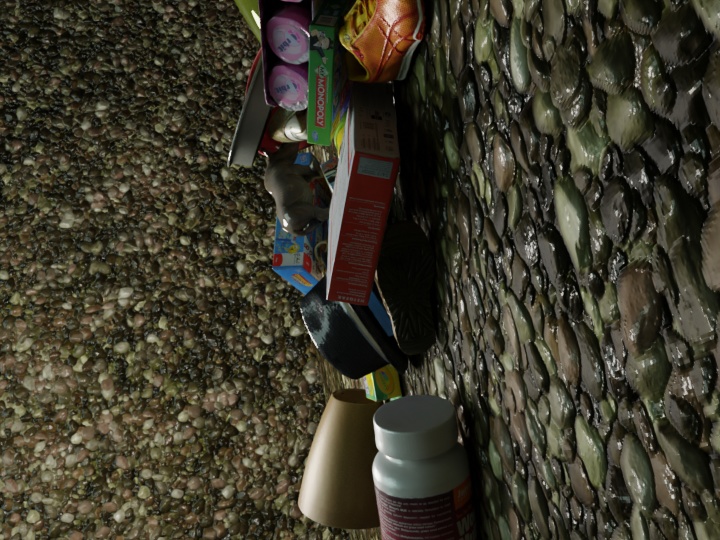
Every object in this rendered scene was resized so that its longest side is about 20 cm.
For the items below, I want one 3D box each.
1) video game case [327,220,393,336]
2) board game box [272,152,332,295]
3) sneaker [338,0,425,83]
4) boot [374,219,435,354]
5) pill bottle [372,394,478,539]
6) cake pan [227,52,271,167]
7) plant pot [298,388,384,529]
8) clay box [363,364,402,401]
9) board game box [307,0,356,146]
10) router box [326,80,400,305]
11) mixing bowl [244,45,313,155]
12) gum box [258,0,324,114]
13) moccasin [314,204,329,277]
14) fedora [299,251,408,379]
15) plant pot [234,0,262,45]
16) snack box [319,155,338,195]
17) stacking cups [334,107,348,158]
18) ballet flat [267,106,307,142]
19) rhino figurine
[{"bbox_3d":[0.000,0.000,1.090,0.144,0.018,0.200,57,-175,-14],"label":"video game case"},{"bbox_3d":[-0.081,-0.067,1.333,0.200,0.055,0.200,45,-135,-65],"label":"board game box"},{"bbox_3d":[0.019,-0.239,0.760,0.201,0.075,0.075,107,153,-69],"label":"sneaker"},{"bbox_3d":[0.034,-0.018,0.954,0.201,0.065,0.178,-111,14,-59],"label":"boot"},{"bbox_3d":[0.070,0.249,0.854,0.110,0.107,0.205,-129,30,-73],"label":"pill bottle"},{"bbox_3d":[-0.148,-0.244,1.153,0.200,0.036,0.204,-160,89,-81],"label":"cake pan"},{"bbox_3d":[-0.015,0.321,1.381,0.186,0.182,0.205,-137,50,-77],"label":"plant pot"},{"bbox_3d":[0.024,0.130,1.251,0.115,0.047,0.205,136,125,-80],"label":"clay box"},{"bbox_3d":[-0.023,-0.254,0.891,0.202,0.028,0.137,-73,-10,-49],"label":"board game box"},{"bbox_3d":[0.000,-0.094,0.883,0.202,0.048,0.182,-91,11,-56],"label":"router box"},{"bbox_3d":[-0.098,-0.283,1.288,0.198,0.107,0.205,-8,79,52],"label":"mixing bowl"},{"bbox_3d":[-0.067,-0.290,0.877,0.202,0.065,0.115,92,-169,-48],"label":"gum box"},{"bbox_3d":[-0.039,-0.027,1.254,0.074,0.076,0.205,111,165,-56],"label":"moccasin"},{"bbox_3d":[-0.020,0.077,1.083,0.202,0.091,0.201,53,-174,-8],"label":"fedora"},{"bbox_3d":[-0.083,-0.372,1.008,0.201,0.197,0.196,-117,7,-64],"label":"plant pot"},{"bbox_3d":[-0.014,-0.097,1.145,0.200,0.037,0.118,-114,-1,-73],"label":"snack box"},{"bbox_3d":[-0.022,-0.217,1.123,0.201,0.059,0.061,-110,13,-51],"label":"stacking cups"},{"bbox_3d":[-0.062,-0.223,1.083,0.199,0.070,0.072,-35,57,36],"label":"ballet flat"},{"bbox_3d":[-0.099,-0.133,1.156,0.060,0.086,0.202,64,-179,-56],"label":"rhino figurine"}]
